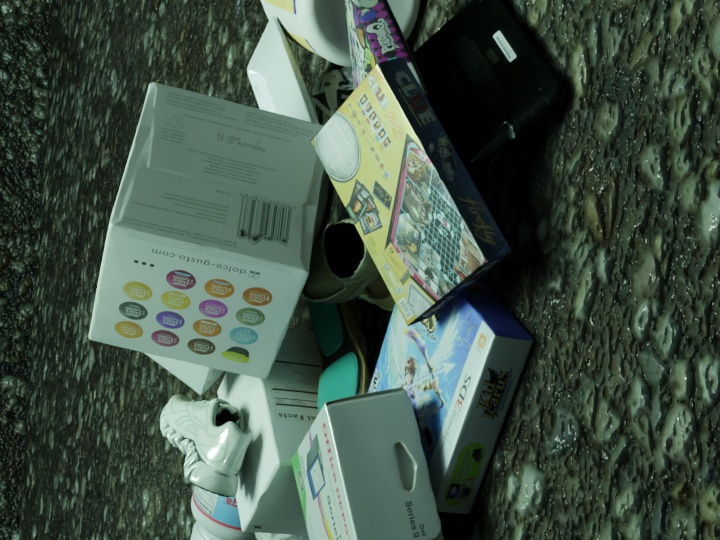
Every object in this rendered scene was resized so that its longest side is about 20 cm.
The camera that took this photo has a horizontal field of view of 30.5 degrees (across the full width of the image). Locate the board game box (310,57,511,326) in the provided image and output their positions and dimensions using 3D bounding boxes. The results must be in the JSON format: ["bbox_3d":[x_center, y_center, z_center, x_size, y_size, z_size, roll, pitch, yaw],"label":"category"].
[{"bbox_3d":[0.041,-0.069,1.189,0.135,0.034,0.202,-41,73,50],"label":"board game box"}]

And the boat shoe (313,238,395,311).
[{"bbox_3d":[0.000,0.000,1.422,0.200,0.066,0.075,-168,86,-66],"label":"boat shoe"}]

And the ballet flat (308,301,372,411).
[{"bbox_3d":[-0.011,0.102,1.424,0.068,0.063,0.202,-34,43,27],"label":"ballet flat"}]

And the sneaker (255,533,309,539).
[{"bbox_3d":[-0.068,0.323,1.501,0.200,0.074,0.083,50,163,53],"label":"sneaker"}]

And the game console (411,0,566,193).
[{"bbox_3d":[0.119,-0.137,1.260,0.175,0.116,0.201,-39,40,14],"label":"game console"}]

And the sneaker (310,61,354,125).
[{"bbox_3d":[-0.013,-0.185,1.500,0.201,0.073,0.089,-120,42,-53],"label":"sneaker"}]

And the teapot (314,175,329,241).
[{"bbox_3d":[-0.134,-0.103,1.657,0.198,0.144,0.202,55,131,56],"label":"teapot"}]

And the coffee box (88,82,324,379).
[{"bbox_3d":[-0.158,-0.038,1.380,0.199,0.197,0.202,115,166,-49],"label":"coffee box"}]

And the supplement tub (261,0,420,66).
[{"bbox_3d":[-0.031,-0.317,1.495,0.200,0.144,0.147,-139,61,-62],"label":"supplement tub"}]

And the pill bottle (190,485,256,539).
[{"bbox_3d":[-0.146,0.258,1.618,0.109,0.107,0.202,-127,50,-58],"label":"pill bottle"}]

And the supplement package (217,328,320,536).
[{"bbox_3d":[-0.074,0.178,1.468,0.122,0.118,0.201,-61,31,37],"label":"supplement package"}]

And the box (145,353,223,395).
[{"bbox_3d":[-0.167,0.023,1.531,0.200,0.124,0.098,-48,-11,-40],"label":"box"}]

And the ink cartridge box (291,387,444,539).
[{"bbox_3d":[0.002,0.213,1.250,0.200,0.086,0.147,121,137,-64],"label":"ink cartridge box"}]

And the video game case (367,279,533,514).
[{"bbox_3d":[0.076,0.096,1.250,0.200,0.045,0.183,-127,51,-58],"label":"video game case"}]

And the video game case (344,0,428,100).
[{"bbox_3d":[0.029,-0.165,1.324,0.201,0.035,0.183,84,168,-54],"label":"video game case"}]

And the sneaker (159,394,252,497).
[{"bbox_3d":[-0.166,0.175,1.458,0.082,0.074,0.200,-65,28,6],"label":"sneaker"}]

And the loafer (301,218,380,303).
[{"bbox_3d":[-0.015,-0.018,1.330,0.199,0.067,0.077,-31,62,52],"label":"loafer"}]

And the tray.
[{"bbox_3d":[-0.077,-0.175,1.493,0.107,0.022,0.202,-51,54,55],"label":"tray"}]
